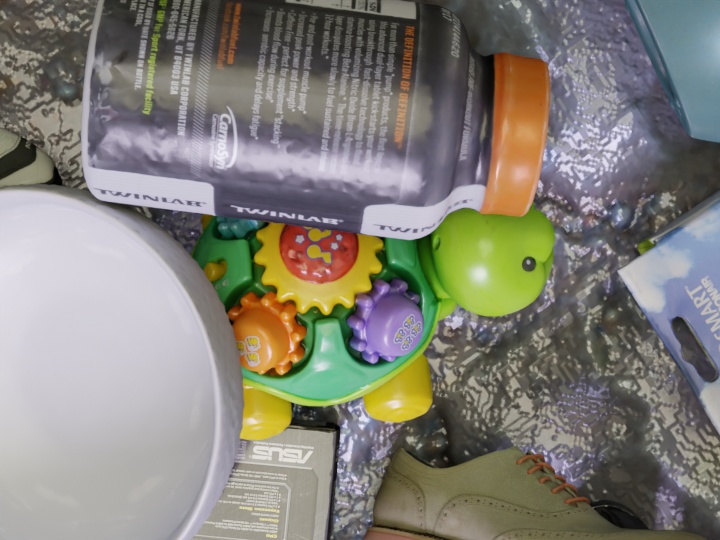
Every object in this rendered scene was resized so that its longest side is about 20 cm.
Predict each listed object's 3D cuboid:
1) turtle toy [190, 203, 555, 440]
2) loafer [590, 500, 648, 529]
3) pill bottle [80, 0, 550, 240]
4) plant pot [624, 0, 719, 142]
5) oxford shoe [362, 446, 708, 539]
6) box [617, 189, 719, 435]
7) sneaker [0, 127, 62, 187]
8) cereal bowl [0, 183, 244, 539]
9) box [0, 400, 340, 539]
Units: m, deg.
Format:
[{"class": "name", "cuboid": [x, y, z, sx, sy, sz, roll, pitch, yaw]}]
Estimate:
[{"class": "turtle toy", "cuboid": [0.000, 0.000, 0.726, 0.198, 0.101, 0.147, -6, 70, -6]}, {"class": "loafer", "cuboid": [0.090, 0.213, 0.761, 0.072, 0.063, 0.201, 34, 89, 0]}, {"class": "pill bottle", "cuboid": [-0.017, -0.071, 0.634, 0.198, 0.106, 0.107, 7, 89, -1]}, {"class": "plant pot", "cuboid": [0.213, -0.155, 0.710, 0.160, 0.201, 0.202, -25, 89, 11]}, {"class": "oxford shoe", "cuboid": [0.089, 0.126, 0.725, 0.198, 0.071, 0.075, 1, 71, 31]}, {"class": "box", "cuboid": [0.249, -0.006, 0.775, 0.199, 0.048, 0.123, -33, 89, -1]}, {"class": "sneaker", "cuboid": [-0.223, 0.017, 0.754, 0.087, 0.076, 0.202, 20, 89, 0]}, {"class": "cereal bowl", "cuboid": [-0.145, 0.056, 0.691, 0.198, 0.083, 0.202, 2, 98, 14]}, {"class": "box", "cuboid": [-0.115, 0.153, 0.766, 0.198, 0.048, 0.160, 5, 89, -1]}]
